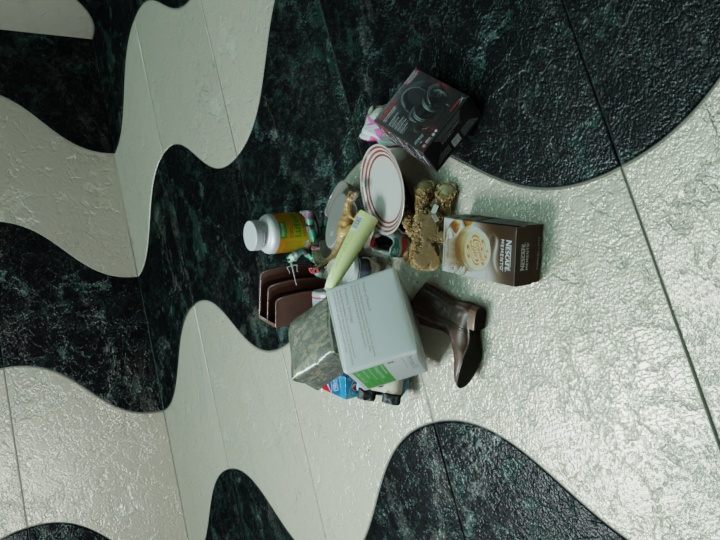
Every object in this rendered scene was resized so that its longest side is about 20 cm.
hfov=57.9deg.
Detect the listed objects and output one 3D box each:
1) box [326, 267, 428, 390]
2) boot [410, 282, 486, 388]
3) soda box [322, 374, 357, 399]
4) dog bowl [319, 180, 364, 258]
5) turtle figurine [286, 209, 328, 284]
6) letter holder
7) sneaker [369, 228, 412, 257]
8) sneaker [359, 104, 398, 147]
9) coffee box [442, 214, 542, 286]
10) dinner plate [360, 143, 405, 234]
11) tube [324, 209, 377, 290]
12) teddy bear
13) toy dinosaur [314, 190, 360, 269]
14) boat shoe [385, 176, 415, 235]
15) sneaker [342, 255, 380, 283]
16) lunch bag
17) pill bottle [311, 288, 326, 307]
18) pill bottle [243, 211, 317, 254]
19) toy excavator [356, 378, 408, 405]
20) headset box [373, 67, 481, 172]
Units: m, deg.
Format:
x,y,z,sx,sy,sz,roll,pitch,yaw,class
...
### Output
x,y,z,sx,sy,sz,roll,pitch,yaw,class
0.042,0.137,1.471,0.199,0.167,0.205,57,-164,-65,box
0.182,0.139,1.450,0.198,0.063,0.192,20,99,48,boot
-0.072,0.300,1.826,0.198,0.067,0.066,9,102,53,soda box
-0.045,-0.124,1.673,0.199,0.057,0.206,-166,89,-71,dog bowl
-0.122,-0.059,1.785,0.099,0.148,0.206,2,88,37,turtle figurine
-0.176,0.065,1.821,0.100,0.196,0.146,19,110,50,letter holder
0.049,-0.089,1.573,0.199,0.092,0.072,39,125,44,sneaker
0.067,-0.339,1.519,0.198,0.080,0.091,29,120,48,sneaker
0.259,-0.045,1.300,0.198,0.078,0.118,14,107,52,coffee box
0.054,-0.185,1.483,0.199,0.024,0.206,34,129,53,dinner plate
-0.028,-0.040,1.504,0.051,0.058,0.203,28,88,26,tube
0.154,-0.100,1.427,0.141,0.067,0.206,-8,84,13,teddy bear
-0.035,-0.088,1.557,0.060,0.104,0.205,-144,71,-73,toy dinosaur
0.088,-0.164,1.529,0.202,0.069,0.071,59,138,32,boat shoe
0.000,0.000,1.680,0.200,0.077,0.081,-157,70,-77,sneaker
-0.096,0.172,1.654,0.163,0.116,0.204,-35,46,29,lunch bag
-0.074,0.153,1.772,0.108,0.107,0.206,4,99,53,pill bottle
-0.230,-0.107,1.868,0.110,0.196,0.114,13,106,51,pill bottle
0.035,0.265,1.653,0.189,0.200,0.103,8,89,13,toy excavator
0.133,-0.324,1.378,0.149,0.077,0.200,-49,50,3,headset box
